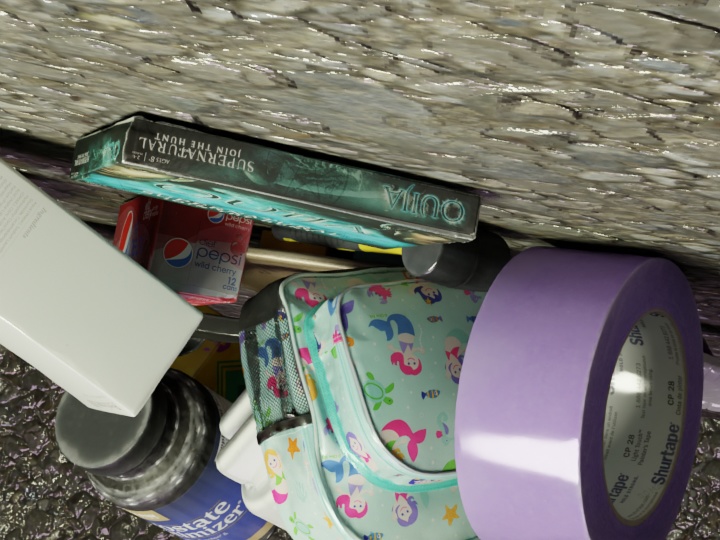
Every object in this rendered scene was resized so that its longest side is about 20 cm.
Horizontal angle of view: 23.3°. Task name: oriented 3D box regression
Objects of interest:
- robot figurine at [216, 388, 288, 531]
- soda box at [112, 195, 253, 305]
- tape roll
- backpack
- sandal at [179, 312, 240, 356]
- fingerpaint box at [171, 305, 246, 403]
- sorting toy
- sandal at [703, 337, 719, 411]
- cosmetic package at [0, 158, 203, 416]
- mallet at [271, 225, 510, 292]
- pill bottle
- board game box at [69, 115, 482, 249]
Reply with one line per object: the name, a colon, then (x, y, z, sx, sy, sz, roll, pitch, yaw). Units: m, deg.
robot figurine: (-0.008, 0.152, 1.290, 0.200, 0.170, 0.113, 30, 124, -19)
soda box: (-0.128, -0.014, 1.205, 0.063, 0.070, 0.200, 12, 175, -16)
tape roll: (0.142, 0.087, 1.101, 0.085, 0.200, 0.200, 6, 174, 32)
backpack: (0.023, 0.096, 1.167, 0.177, 0.200, 0.151, -4, 172, -32)
sandal: (-0.149, 0.047, 1.279, 0.200, 0.045, 0.075, 8, 177, 19)
fingerpaint box: (-0.170, 0.063, 1.491, 0.200, 0.073, 0.167, 30, 165, 29)
sorting toy: (0.000, 0.000, 1.354, 0.200, 0.037, 0.185, 3, 173, 15)
sandal: (0.262, 0.065, 1.495, 0.203, 0.050, 0.082, 25, 155, -18)
cosmetic package: (-0.207, 0.001, 1.067, 0.200, 0.081, 0.113, 40, 164, -16)
mallet: (0.003, -0.019, 1.132, 0.200, 0.041, 0.066, 10, 177, 42)
pill bottle: (-0.141, 0.140, 1.334, 0.112, 0.112, 0.200, 6, 161, 32)
board game box: (-0.050, -0.045, 0.970, 0.200, 0.028, 0.135, 12, 175, -20)
